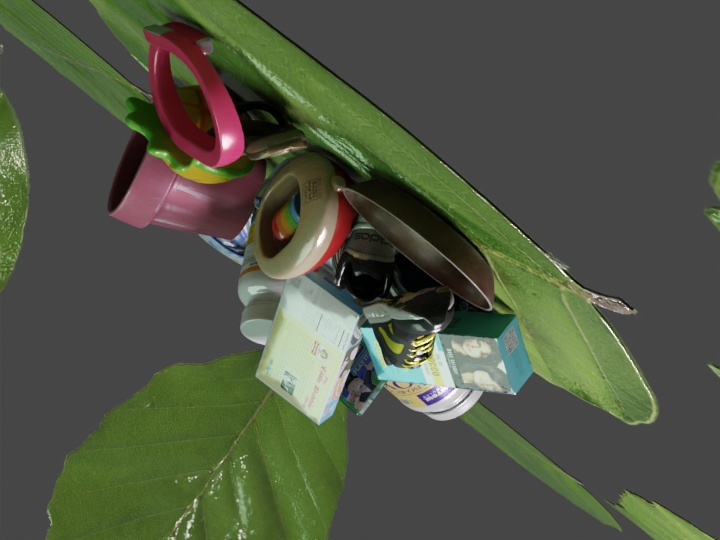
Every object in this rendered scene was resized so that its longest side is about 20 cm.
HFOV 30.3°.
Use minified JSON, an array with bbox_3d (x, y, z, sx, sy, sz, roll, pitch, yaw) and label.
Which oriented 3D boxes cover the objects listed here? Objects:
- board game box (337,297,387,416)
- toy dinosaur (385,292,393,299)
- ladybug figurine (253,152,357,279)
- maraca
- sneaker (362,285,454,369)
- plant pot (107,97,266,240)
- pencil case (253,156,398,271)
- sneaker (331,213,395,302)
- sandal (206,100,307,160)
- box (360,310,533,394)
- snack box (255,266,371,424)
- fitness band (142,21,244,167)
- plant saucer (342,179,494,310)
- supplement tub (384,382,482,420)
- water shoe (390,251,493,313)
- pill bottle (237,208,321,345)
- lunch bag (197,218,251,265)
[{"bbox_3d":[0.008,0.077,1.807,0.134,0.200,0.029,37,178,18],"label":"board game box"},{"bbox_3d":[0.072,0.047,1.711,0.200,0.088,0.048,54,160,34],"label":"toy dinosaur"},{"bbox_3d":[-0.059,-0.060,1.529,0.071,0.137,0.200,7,160,-27],"label":"ladybug figurine"},{"bbox_3d":[-0.198,-0.161,1.574,0.137,0.107,0.200,48,-154,18],"label":"maraca"},{"bbox_3d":[0.064,0.067,1.482,0.200,0.074,0.085,173,80,-76],"label":"sneaker"},{"bbox_3d":[-0.239,-0.136,1.892,0.178,0.201,0.200,24,180,-19],"label":"plant pot"},{"bbox_3d":[-0.040,-0.056,1.676,0.200,0.083,0.091,42,166,-28],"label":"pencil case"},{"bbox_3d":[0.000,0.000,1.570,0.073,0.088,0.200,15,160,-5],"label":"sneaker"},{"bbox_3d":[-0.115,-0.156,1.443,0.200,0.080,0.054,20,127,65],"label":"sandal"},{"bbox_3d":[0.100,0.093,1.580,0.199,0.049,0.083,2,124,38],"label":"box"},{"bbox_3d":[-0.063,0.094,1.743,0.116,0.201,0.037,35,-142,19],"label":"snack box"},{"bbox_3d":[-0.181,-0.189,1.423,0.200,0.037,0.145,34,142,53],"label":"fitness band"},{"bbox_3d":[0.068,-0.033,1.395,0.200,0.035,0.200,38,174,5],"label":"plant saucer"},{"bbox_3d":[0.081,0.114,1.921,0.200,0.146,0.145,43,173,-35],"label":"supplement tub"},{"bbox_3d":[0.111,0.052,1.610,0.199,0.072,0.079,35,166,15],"label":"water shoe"},{"bbox_3d":[-0.111,-0.001,1.868,0.110,0.201,0.111,7,152,4],"label":"pill bottle"},{"bbox_3d":[-0.242,-0.080,2.616,0.200,0.127,0.170,48,175,4],"label":"lunch bag"}]
